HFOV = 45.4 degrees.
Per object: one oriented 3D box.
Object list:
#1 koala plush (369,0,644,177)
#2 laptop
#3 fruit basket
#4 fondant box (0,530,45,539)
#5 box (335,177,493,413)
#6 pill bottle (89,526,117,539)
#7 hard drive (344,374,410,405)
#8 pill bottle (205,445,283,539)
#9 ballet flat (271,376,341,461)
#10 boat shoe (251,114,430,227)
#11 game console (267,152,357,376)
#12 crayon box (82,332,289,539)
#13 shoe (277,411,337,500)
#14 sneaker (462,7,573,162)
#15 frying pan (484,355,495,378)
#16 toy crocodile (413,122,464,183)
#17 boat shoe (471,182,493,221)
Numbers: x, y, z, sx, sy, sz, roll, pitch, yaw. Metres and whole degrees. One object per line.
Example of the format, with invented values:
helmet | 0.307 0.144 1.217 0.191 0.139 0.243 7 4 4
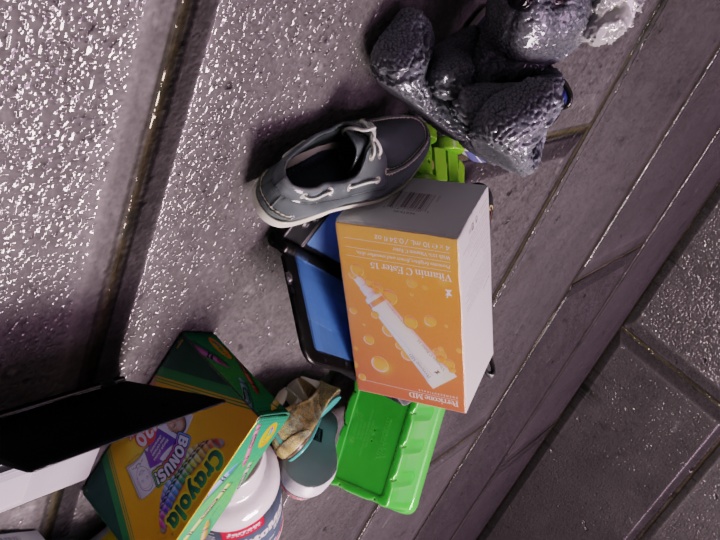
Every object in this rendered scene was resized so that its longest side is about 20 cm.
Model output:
koala plush | 0.140 -0.206 0.773 0.202 0.176 0.183 -59 157 5
laptop | -0.240 0.163 0.691 0.186 0.116 0.202 -12 136 -54
fruit basket | 0.036 0.215 1.196 0.215 0.153 0.220 18 90 -72
fondant box | -0.374 0.329 0.758 0.201 0.058 0.144 -51 160 0
box | 0.058 0.022 0.846 0.098 0.122 0.204 -53 144 -48
pill bottle | -0.264 0.334 0.911 0.199 0.104 0.105 -38 154 -25
hard drive | 0.049 0.083 1.033 0.139 0.033 0.199 -44 -161 -14
pill bottle | -0.148 0.248 0.976 0.119 0.119 0.202 -37 153 -25
ballet flat | -0.071 0.165 1.045 0.071 0.070 0.200 -55 176 14
boat shoe | -0.004 -0.098 0.765 0.198 0.074 0.062 -26 171 -31
game console | 0.000 0.000 0.880 0.177 0.116 0.200 -51 157 4
crayon box | -0.170 0.177 0.830 0.202 0.118 0.058 -56 155 12
shoe | -0.075 0.253 1.090 0.200 0.070 0.092 -77 -167 -73
sneaker | 0.159 -0.170 0.915 0.080 0.115 0.201 -40 155 -17
frying pan | 0.112 0.009 0.943 0.115 0.190 0.031 -45 -171 -12
toy crocodile | 0.067 -0.111 0.915 0.199 0.061 0.069 5 81 -61
boat shoe | 0.121 -0.022 1.114 0.062 0.074 0.204 -19 138 -36
